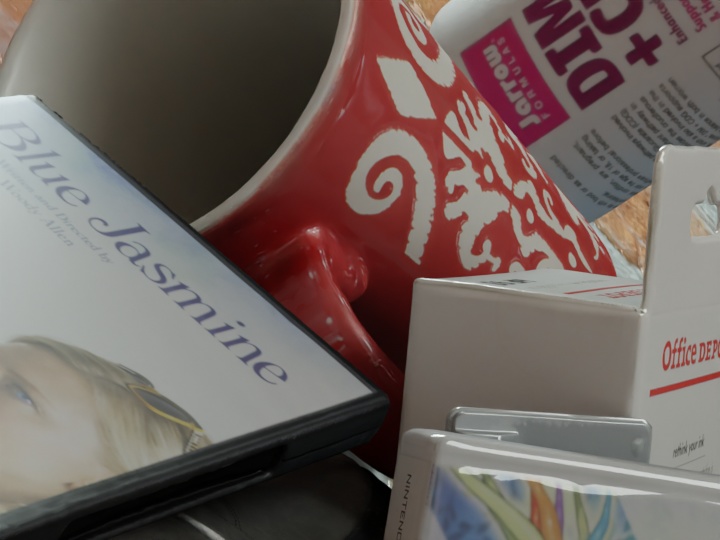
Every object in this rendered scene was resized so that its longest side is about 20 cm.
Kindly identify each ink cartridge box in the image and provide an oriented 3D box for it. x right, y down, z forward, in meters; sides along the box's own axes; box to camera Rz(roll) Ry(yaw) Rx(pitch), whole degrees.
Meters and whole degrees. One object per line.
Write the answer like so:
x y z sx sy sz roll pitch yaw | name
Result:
0.058 0.062 0.702 0.116 0.067 0.201 -3 99 -68 | ink cartridge box

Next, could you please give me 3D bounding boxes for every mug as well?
-0.010 0.000 0.801 0.200 0.133 0.178 40 47 -48 | mug

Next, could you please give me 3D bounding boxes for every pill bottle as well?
0.100 -0.089 1.052 0.113 0.200 0.113 47 21 -24 | pill bottle

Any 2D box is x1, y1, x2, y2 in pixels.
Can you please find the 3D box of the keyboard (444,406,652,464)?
0.039 0.135 0.627 0.056 0.201 0.011 5 2 -26 | keyboard

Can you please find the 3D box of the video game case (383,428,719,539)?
0.085 0.143 0.632 0.200 0.183 0.022 10 -2 -26 | video game case

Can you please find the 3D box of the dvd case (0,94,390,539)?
-0.093 0.010 0.598 0.143 0.018 0.200 39 24 19 | dvd case

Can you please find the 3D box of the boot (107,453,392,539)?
-0.063 0.054 0.655 0.132 0.070 0.200 46 13 -3 | boot
